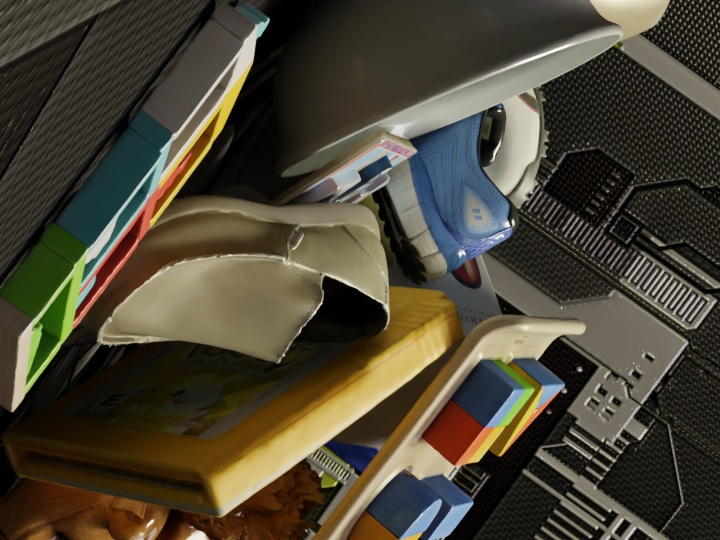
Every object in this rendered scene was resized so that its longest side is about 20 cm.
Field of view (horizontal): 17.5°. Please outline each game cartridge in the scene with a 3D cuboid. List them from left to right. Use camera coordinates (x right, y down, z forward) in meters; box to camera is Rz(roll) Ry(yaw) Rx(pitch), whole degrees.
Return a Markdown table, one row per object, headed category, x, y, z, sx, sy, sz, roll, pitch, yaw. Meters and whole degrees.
| category | x | y | z | sx | sy | sz | roll | pitch | yaw |
| --- | --- | --- | --- | --- | --- | --- | --- | --- | --- |
| game cartridge | -0.065 | 0.059 | 1.244 | 0.175 | 0.033 | 0.200 | 4 | -149 | 46 |

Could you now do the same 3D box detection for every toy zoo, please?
| category | x | y | z | sx | sy | sz | roll | pitch | yaw |
| --- | --- | --- | --- | --- | --- | --- | --- | --- | --- |
| toy zoo | -0.099 | -0.037 | 1.017 | 0.201 | 0.020 | 0.131 | -55 | 179 | -20 |

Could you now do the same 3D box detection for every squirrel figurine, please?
| category | x | y | z | sx | sy | sz | roll | pitch | yaw |
| --- | --- | --- | --- | --- | --- | --- | --- | --- | --- |
| squirrel figurine | -0.124 | 0.132 | 1.360 | 0.199 | 0.142 | 0.187 | -21 | 154 | -3 |

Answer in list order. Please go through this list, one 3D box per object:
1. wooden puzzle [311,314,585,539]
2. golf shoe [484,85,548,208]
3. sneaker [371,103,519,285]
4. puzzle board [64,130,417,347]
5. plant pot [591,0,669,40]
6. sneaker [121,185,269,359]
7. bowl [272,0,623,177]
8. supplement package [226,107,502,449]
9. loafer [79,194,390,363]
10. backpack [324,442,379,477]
| category | x | y | z | sx | sy | sz | roll | pitch | yaw |
| --- | --- | --- | --- | --- | --- | --- | --- | --- | --- |
| wooden puzzle | 0.049 | 0.106 | 1.326 | 0.200 | 0.046 | 0.185 | -48 | 167 | 10 |
| golf shoe | 0.061 | -0.135 | 1.485 | 0.077 | 0.202 | 0.088 | -14 | 173 | 34 |
| sneaker | 0.038 | -0.086 | 1.393 | 0.088 | 0.201 | 0.079 | -18 | 152 | -9 |
| puzzle board | -0.060 | -0.013 | 1.268 | 0.199 | 0.017 | 0.151 | -33 | 177 | 7 |
| plant pot | 0.153 | -0.231 | 1.617 | 0.200 | 0.133 | 0.202 | -163 | -90 | -86 |
| sneaker | -0.112 | 0.020 | 1.453 | 0.201 | 0.077 | 0.082 | -63 | -153 | 28 |
| bowl | 0.032 | -0.127 | 1.248 | 0.200 | 0.091 | 0.201 | -22 | 179 | 0 |
| supplement package | 0.000 | 0.000 | 1.448 | 0.110 | 0.113 | 0.201 | -56 | -143 | 36 |
| loafer | -0.055 | 0.008 | 1.155 | 0.199 | 0.069 | 0.076 | -9 | 146 | -42 |
| backpack | -0.019 | 0.029 | 1.778 | 0.163 | 0.199 | 0.168 | -52 | 168 | -21 |
